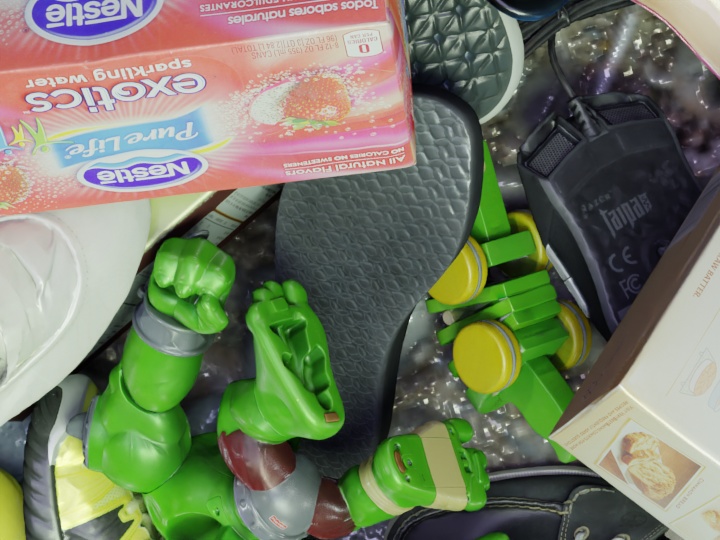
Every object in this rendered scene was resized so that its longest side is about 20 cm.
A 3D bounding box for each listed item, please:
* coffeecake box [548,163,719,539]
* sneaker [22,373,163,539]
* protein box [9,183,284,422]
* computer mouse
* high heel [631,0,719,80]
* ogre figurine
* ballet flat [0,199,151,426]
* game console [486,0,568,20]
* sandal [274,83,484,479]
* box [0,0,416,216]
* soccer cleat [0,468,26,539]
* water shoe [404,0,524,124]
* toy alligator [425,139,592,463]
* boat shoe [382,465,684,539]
[{"bbox_3d":[0.201,0.058,0.975,0.200,0.073,0.154,37,63,-3],"label":"coffeecake box"},{"bbox_3d":[-0.094,0.140,1.051,0.076,0.075,0.201,-11,96,4],"label":"sneaker"},{"bbox_3d":[-0.145,-0.073,1.033,0.200,0.135,0.199,-41,84,2],"label":"protein box"},{"bbox_3d":[0.128,-0.045,1.053,0.140,0.046,0.200,-34,88,-17],"label":"computer mouse"},{"bbox_3d":[0.141,-0.098,1.008,0.199,0.067,0.096,21,64,-23],"label":"high heel"},{"bbox_3d":[-0.036,0.082,0.995,0.120,0.200,0.098,-33,39,33],"label":"ogre figurine"},{"bbox_3d":[-0.156,0.033,0.928,0.200,0.069,0.069,-44,83,2],"label":"ballet flat"},{"bbox_3d":[0.059,-0.228,0.934,0.200,0.118,0.171,42,122,7],"label":"game console"},{"bbox_3d":[-0.001,0.000,1.019,0.076,0.043,0.201,26,129,7],"label":"sandal"},{"bbox_3d":[-0.084,-0.089,0.898,0.199,0.103,0.095,-6,62,3],"label":"box"},{"bbox_3d":[-0.181,0.178,1.040,0.064,0.084,0.201,9,79,20],"label":"soccer cleat"},{"bbox_3d":[-0.011,-0.141,0.991,0.200,0.079,0.071,42,108,-16],"label":"water shoe"},{"bbox_3d":[0.044,-0.009,1.053,0.054,0.059,0.201,-26,83,45],"label":"toy alligator"},{"bbox_3d":[0.106,0.121,1.031,0.199,0.068,0.072,5,89,8],"label":"boat shoe"}]
